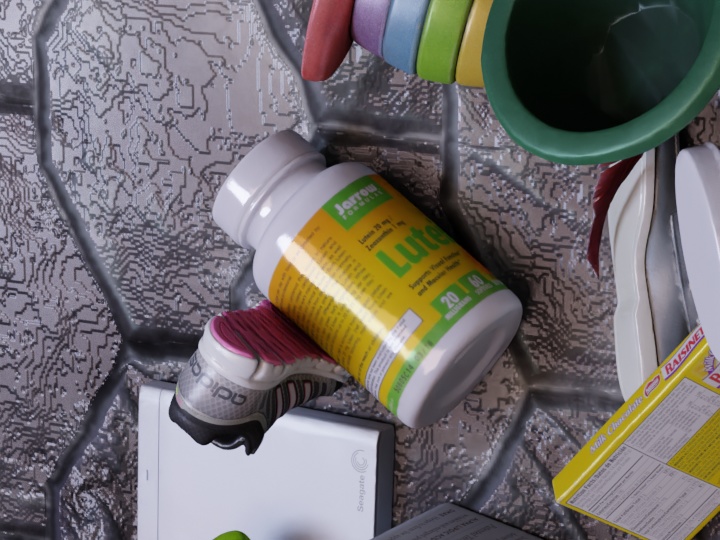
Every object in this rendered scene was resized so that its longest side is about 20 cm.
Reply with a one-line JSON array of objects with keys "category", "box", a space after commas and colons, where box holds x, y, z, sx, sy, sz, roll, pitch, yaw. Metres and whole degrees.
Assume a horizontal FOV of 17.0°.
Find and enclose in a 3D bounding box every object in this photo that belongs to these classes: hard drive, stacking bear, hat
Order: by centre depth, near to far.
[{"category": "hat", "box": [0.180, -0.115, 1.431, 0.199, 0.176, 0.167, -13, 67, 34]}, {"category": "stacking bear", "box": [0.078, -0.160, 1.505, 0.199, 0.122, 0.114, 18, 142, 6]}, {"category": "hard drive", "box": [-0.070, 0.159, 1.708, 0.199, 0.027, 0.133, 9, 104, 28]}]

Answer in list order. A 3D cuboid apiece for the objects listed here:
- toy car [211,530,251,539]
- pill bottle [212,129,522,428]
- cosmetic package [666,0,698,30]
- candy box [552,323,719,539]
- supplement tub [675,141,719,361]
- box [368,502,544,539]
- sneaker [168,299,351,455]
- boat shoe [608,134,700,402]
[{"category": "toy car", "box": [-0.116, 0.286, 1.702, 0.164, 0.158, 0.200, 50, 152, -21]}, {"category": "pill bottle", "box": [0.000, 0.000, 1.586, 0.200, 0.111, 0.111, 42, 117, 17]}, {"category": "cosmetic package", "box": [0.197, -0.241, 1.434, 0.105, 0.071, 0.201, -44, 72, 34]}, {"category": "candy box", "box": [0.218, 0.091, 1.492, 0.102, 0.026, 0.200, 27, 120, -25]}, {"category": "supplement tub", "box": [0.288, -0.027, 1.354, 0.199, 0.140, 0.141, -11, 95, -1]}, {"category": "box", "box": [0.045, 0.283, 1.564, 0.130, 0.200, 0.200, 19, 108, 28]}, {"category": "sneaker", "box": [-0.070, 0.075, 1.586, 0.074, 0.200, 0.088, 41, 103, 14]}, {"category": "boat shoe", "box": [0.194, -0.014, 1.512, 0.061, 0.073, 0.202, -2, 93, -11]}]
